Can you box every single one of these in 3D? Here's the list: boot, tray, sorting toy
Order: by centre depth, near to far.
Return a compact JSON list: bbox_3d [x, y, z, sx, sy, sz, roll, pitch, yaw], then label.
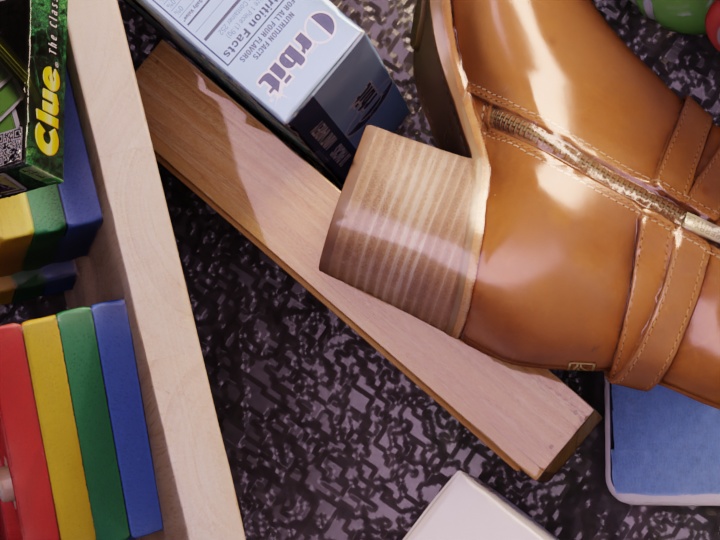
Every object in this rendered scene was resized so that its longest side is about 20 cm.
[{"bbox_3d":[0.087,-0.058,0.950,0.154,0.077,0.201,19,65,2],"label":"boot"},{"bbox_3d":[-0.107,0.017,0.959,0.069,0.200,0.200,-13,83,-12],"label":"sorting toy"},{"bbox_3d":[0.000,0.000,1.007,0.200,0.099,0.037,42,91,8],"label":"tray"}]

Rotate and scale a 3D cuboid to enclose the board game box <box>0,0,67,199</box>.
[{"bbox_3d":[-0.175,-0.057,0.892,0.199,0.023,0.106,-15,64,32],"label":"board game box"}]

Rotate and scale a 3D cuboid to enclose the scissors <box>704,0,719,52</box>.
[{"bbox_3d":[0.207,-0.061,0.933,0.199,0.073,0.014,22,61,-8],"label":"scissors"}]

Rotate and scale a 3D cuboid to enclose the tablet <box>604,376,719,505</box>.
[{"bbox_3d":[0.167,0.017,0.975,0.199,0.014,0.131,-3,86,41],"label":"tablet"}]

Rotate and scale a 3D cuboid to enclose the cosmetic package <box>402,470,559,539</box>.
[{"bbox_3d":[0.090,0.164,0.979,0.200,0.108,0.085,39,89,7],"label":"cosmetic package"}]

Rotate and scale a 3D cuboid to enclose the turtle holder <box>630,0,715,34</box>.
[{"bbox_3d":[0.183,-0.141,0.997,0.140,0.185,0.133,11,66,-35],"label":"turtle holder"}]

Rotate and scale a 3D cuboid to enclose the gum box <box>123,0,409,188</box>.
[{"bbox_3d":[-0.076,-0.119,0.991,0.200,0.170,0.045,42,90,9],"label":"gum box"}]
